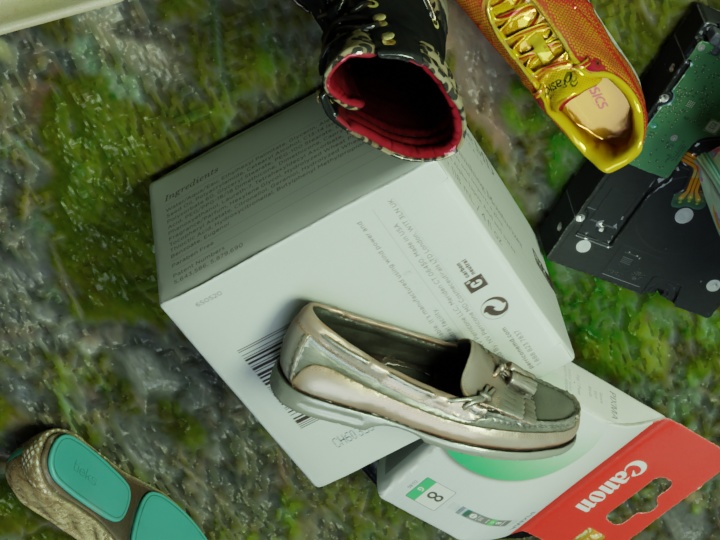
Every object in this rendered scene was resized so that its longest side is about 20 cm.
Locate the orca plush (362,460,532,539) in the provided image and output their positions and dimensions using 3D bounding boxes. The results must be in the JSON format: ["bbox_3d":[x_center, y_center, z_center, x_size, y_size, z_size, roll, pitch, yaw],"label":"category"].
[{"bbox_3d":[0.081,0.163,1.509,0.199,0.071,0.105,28,120,-27],"label":"orca plush"}]

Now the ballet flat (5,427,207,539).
[{"bbox_3d":[-0.181,0.179,1.499,0.065,0.071,0.200,-12,133,38],"label":"ballet flat"}]

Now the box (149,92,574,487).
[{"bbox_3d":[0.000,0.000,1.325,0.199,0.131,0.199,-28,128,13],"label":"box"}]

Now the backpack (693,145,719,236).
[{"bbox_3d":[0.291,-0.047,1.258,0.153,0.176,0.201,-20,125,3],"label":"backpack"}]

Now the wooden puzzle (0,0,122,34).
[{"bbox_3d":[-0.239,-0.212,1.171,0.184,0.046,0.201,-14,129,3],"label":"wooden puzzle"}]

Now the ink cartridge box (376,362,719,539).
[{"bbox_3d":[0.136,0.143,1.433,0.199,0.050,0.161,31,128,-21],"label":"ink cartridge box"}]

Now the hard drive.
[{"bbox_3d":[0.226,-0.069,1.366,0.139,0.038,0.200,18,125,-22],"label":"hard drive"}]

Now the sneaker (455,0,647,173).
[{"bbox_3d":[0.115,-0.145,1.257,0.073,0.077,0.200,-37,115,21],"label":"sneaker"}]

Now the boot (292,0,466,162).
[{"bbox_3d":[-0.014,-0.156,1.183,0.073,0.151,0.200,-36,125,20],"label":"boot"}]

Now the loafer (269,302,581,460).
[{"bbox_3d":[0.047,0.067,1.261,0.199,0.072,0.063,11,119,-14],"label":"loafer"}]
